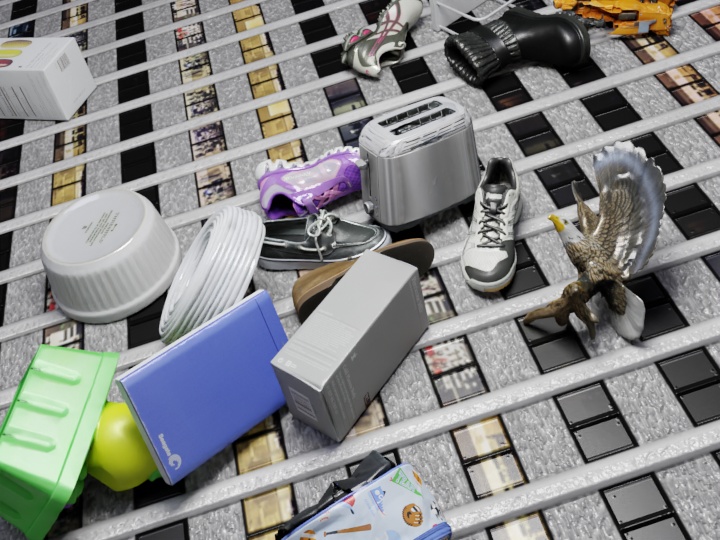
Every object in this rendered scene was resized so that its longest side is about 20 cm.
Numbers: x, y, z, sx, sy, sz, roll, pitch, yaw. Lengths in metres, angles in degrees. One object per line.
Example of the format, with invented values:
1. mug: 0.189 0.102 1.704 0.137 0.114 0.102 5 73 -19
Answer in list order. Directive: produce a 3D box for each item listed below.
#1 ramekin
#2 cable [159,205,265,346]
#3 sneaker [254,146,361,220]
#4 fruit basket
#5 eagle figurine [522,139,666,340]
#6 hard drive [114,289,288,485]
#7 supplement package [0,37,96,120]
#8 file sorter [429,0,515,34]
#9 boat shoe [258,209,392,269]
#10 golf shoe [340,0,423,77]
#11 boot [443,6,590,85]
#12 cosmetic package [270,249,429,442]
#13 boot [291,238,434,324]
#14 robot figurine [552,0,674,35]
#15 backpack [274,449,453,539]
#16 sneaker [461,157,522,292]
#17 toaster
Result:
1. ramekin: -0.365 -0.030 1.260 0.198 0.095 0.205 -9 44 8
2. cable: -0.188 0.010 1.112 0.068 0.200 0.202 27 49 -17
3. sneaker: -0.064 -0.118 1.280 0.196 0.081 0.090 -8 50 15
4. fruit basket: -0.310 0.201 1.010 0.213 0.156 0.218 22 44 -23
5. eagle figurine: 0.280 -0.033 1.034 0.150 0.152 0.201 11 56 39
6. hard drive: -0.163 0.129 0.996 0.199 0.134 0.025 -33 19 -31
7. supplement package: -0.624 -0.362 1.654 0.196 0.111 0.115 5 47 20
8. file sorter: 0.202 -0.514 1.502 0.138 0.202 0.124 -36 49 -20
9. boat shoe: -0.056 -0.048 1.207 0.195 0.069 0.074 1 46 16
10. golf shoe: 0.054 -0.408 1.545 0.088 0.078 0.200 39 66 18
11. boot: 0.249 -0.353 1.411 0.156 0.081 0.210 -29 34 -23
12. cosmetic package: -0.007 0.084 1.035 0.089 0.108 0.200 22 57 34
13. boot: 0.000 0.000 1.148 0.197 0.075 0.076 -24 34 -5
14. robot figurine: 0.420 -0.438 1.465 0.196 0.059 0.146 7 48 21
15. backpack: 0.001 0.264 0.793 0.198 0.192 0.154 -33 62 -18
16. sneaker: 0.169 -0.066 1.146 0.074 0.089 0.202 1 48 14
17. toaster: 0.087 -0.151 1.208 0.197 0.131 0.114 -22 35 -16
